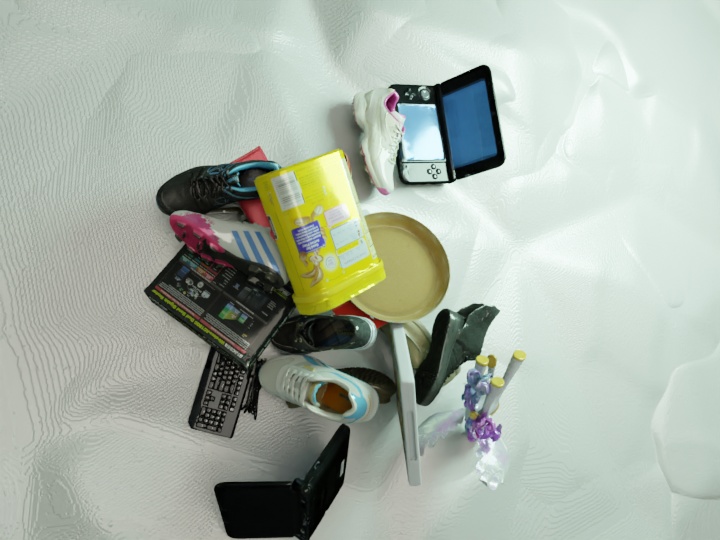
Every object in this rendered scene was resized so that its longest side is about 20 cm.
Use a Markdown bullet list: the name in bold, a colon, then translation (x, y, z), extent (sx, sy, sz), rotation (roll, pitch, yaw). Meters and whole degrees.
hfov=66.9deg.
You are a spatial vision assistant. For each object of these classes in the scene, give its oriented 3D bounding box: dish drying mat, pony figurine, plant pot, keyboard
- **dish drying mat**: translation (-0.143, -0.093, 0.877), extent (0.076, 0.018, 0.201), rotation (-31, 94, -9)
- **pony figurine**: translation (0.202, 0.245, 0.926), extent (0.192, 0.165, 0.202), rotation (-28, 136, -49)
- **plant pot**: translation (0.053, -0.005, 0.910), extent (0.198, 0.028, 0.202), rotation (5, 65, -10)
- **keyboard**: translation (-0.197, 0.163, 0.875), extent (0.103, 0.040, 0.202), rotation (18, 76, -16)

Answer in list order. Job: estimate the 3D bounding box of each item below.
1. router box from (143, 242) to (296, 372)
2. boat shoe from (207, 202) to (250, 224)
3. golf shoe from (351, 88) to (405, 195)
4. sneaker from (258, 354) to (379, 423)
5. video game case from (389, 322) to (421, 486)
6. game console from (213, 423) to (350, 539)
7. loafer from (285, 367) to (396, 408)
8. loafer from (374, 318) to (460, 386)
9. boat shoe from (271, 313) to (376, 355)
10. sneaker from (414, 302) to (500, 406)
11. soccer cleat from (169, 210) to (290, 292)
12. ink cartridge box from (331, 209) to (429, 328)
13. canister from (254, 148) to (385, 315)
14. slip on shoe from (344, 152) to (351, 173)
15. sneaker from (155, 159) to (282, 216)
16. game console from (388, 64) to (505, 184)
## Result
- **router box**: translation (-0.209, 0.039, 0.855), extent (0.199, 0.062, 0.150), rotation (35, 69, 4)
- **boat shoe**: translation (-0.188, -0.102, 0.907), extent (0.200, 0.075, 0.087), rotation (2, 79, -18)
- **golf shoe**: translation (0.044, -0.242, 1.004), extent (0.091, 0.075, 0.202), rotation (-13, 85, 19)
- **sneaker**: translation (-0.073, 0.171, 0.813), extent (0.198, 0.081, 0.077), rotation (11, 83, 25)
- **video game case**: translation (0.069, 0.195, 0.857), extent (0.023, 0.200, 0.184), rotation (-5, 112, 1)
- **game console**: translation (-0.109, 0.318, 0.814), extent (0.116, 0.201, 0.176), rotation (26, 49, 17)
- **loafer**: translation (-0.038, 0.197, 0.885), extent (0.198, 0.076, 0.068), rotation (3, 98, 18)
- **loafer**: translation (0.095, 0.140, 0.970), extent (0.200, 0.076, 0.069), rotation (40, 64, -10)
- **boat shoe**: translation (-0.071, 0.097, 0.857), extent (0.056, 0.198, 0.069), rotation (19, 67, -57)
- **sneaker**: translation (0.165, 0.143, 0.935), extent (0.103, 0.060, 0.202), rotation (22, 83, -29)
- **soccer cleat**: translation (-0.187, -0.044, 0.824), extent (0.199, 0.070, 0.087), rotation (30, 56, -2)
- **ink cartridge box**: translation (0.000, 0.000, 0.924), extent (0.159, 0.048, 0.200), rotation (-27, 58, -23)
- **canister**: translation (-0.056, -0.059, 0.790), extent (0.148, 0.086, 0.202), rotation (-27, 105, -36)
- **slip on shoe**: translation (-0.059, -0.124, 0.944), extent (0.073, 0.061, 0.202), rotation (12, 63, 6)
- **sneaker**: translation (-0.210, -0.132, 0.815), extent (0.198, 0.082, 0.074), rotation (-16, 92, -8)
- **game console**: translation (0.159, -0.279, 1.039), extent (0.174, 0.116, 0.202), rotation (-5, 82, -22)
